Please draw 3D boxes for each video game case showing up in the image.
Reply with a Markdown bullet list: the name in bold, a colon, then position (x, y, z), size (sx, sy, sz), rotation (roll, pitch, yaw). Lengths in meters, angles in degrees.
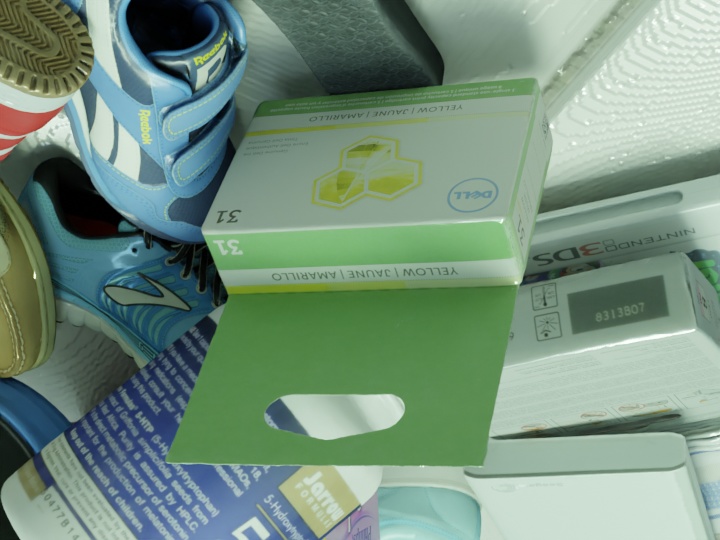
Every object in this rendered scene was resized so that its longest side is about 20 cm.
- **video game case**: position (0.161, 0.027, 0.849), size (0.181, 0.024, 0.200), rotation (-12, 141, 19)

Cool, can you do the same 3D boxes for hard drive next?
- **hard drive**: position (0.153, 0.157, 0.955), size (0.131, 0.026, 0.200), rotation (-5, 149, 17)

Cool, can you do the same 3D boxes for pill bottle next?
- **pill bottle**: position (-0.059, 0.086, 0.721), size (0.200, 0.120, 0.120), rotation (-40, 133, -7)

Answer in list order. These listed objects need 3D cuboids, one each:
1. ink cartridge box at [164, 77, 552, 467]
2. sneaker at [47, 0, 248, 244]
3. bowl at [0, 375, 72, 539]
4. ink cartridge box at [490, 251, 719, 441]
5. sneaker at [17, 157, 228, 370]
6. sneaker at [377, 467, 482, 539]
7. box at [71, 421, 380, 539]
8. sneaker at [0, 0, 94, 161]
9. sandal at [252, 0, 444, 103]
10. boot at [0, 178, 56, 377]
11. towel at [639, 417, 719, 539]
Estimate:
- **ink cartridge box**: position (0.000, -0.005, 0.664), size (0.145, 0.200, 0.048), rotation (-2, 131, 20)
- **sneaker**: position (-0.091, -0.084, 0.704), size (0.082, 0.074, 0.200), rotation (8, 143, 29)
- **bowl**: position (-0.230, 0.151, 0.809), size (0.200, 0.202, 0.039), rotation (-11, 174, 18)
- **ink cartridge box**: position (0.128, 0.052, 0.840), size (0.162, 0.057, 0.200), rotation (-13, 163, 21)
- **sneaker**: position (-0.102, 0.004, 0.800), size (0.199, 0.078, 0.090), rotation (24, 128, 4)
- **sneaker**: position (-0.016, 0.180, 1.008), size (0.199, 0.082, 0.074), rotation (-11, 136, 18)
- **box**: position (-0.106, 0.133, 0.889), size (0.199, 0.097, 0.176), rotation (-5, 176, 13)
- **sneaker**: position (-0.221, -0.116, 0.648), size (0.200, 0.071, 0.112), rotation (36, 144, -14)
- **sandal**: position (-0.018, -0.141, 0.681), size (0.076, 0.043, 0.200), rotation (-3, 148, 20)
- **boot**: position (-0.234, -0.005, 0.727), size (0.073, 0.155, 0.201), rotation (4, 122, 29)
- **towel**: position (0.252, 0.159, 1.001), size (0.146, 0.024, 0.200), rotation (-13, 136, 21)
